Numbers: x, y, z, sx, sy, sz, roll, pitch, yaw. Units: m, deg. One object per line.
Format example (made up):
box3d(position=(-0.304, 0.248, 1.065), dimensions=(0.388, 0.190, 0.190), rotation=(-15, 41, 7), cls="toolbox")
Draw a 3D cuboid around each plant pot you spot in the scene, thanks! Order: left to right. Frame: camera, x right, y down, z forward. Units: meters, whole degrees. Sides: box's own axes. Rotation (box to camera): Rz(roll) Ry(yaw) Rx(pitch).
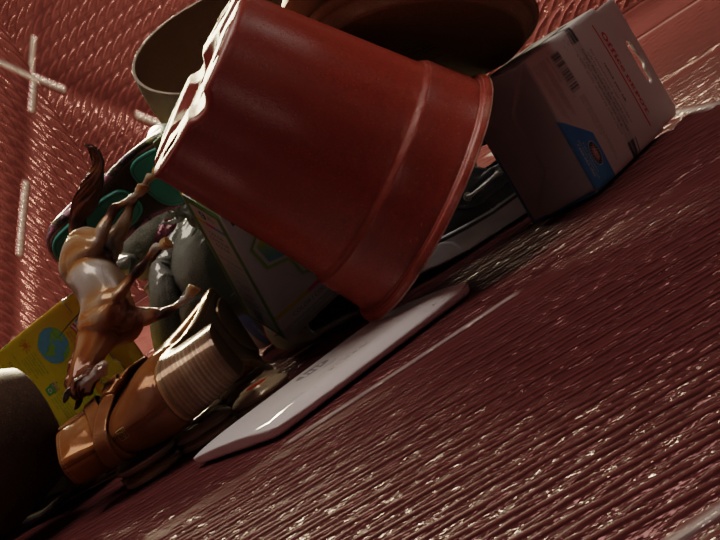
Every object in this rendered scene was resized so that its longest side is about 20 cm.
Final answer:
box3d(position=(-0.331, 0.161, 1.665), dimensions=(0.199, 0.188, 0.187), rotation=(-27, 3, -26), cls="plant pot")
box3d(position=(-0.078, -0.147, 1.841), dimensions=(0.198, 0.135, 0.201), rotation=(-15, 31, 9), cls="plant pot")
box3d(position=(-0.034, -0.095, 1.585), dimensions=(0.202, 0.194, 0.201), rotation=(-59, 13, 22), cls="plant pot")

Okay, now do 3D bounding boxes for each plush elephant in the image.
box3d(position=(-0.152, -0.003, 1.886), dimensions=(0.165, 0.201, 0.154), rotation=(-42, 29, -26), cls="plush elephant")

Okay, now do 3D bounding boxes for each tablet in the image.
box3d(position=(-0.021, 0.071, 1.531), dimensions=(0.199, 0.014, 0.130), rotation=(-35, 5, -33), cls="tablet")

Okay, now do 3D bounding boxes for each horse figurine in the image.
box3d(position=(-0.194, -0.002, 1.690), dimensions=(0.132, 0.201, 0.050), rotation=(-42, -42, 23), cls="horse figurine")

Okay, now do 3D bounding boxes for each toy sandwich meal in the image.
box3d(position=(0.036, -0.202, 1.665), dimensions=(0.203, 0.071, 0.205), rotation=(-6, -19, -2), cls="toy sandwich meal")

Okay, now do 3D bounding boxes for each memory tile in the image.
box3d(position=(-0.128, 0.118, 1.711), dimensions=(0.153, 0.017, 0.200), rotation=(-33, 5, -6), cls="memory tile")

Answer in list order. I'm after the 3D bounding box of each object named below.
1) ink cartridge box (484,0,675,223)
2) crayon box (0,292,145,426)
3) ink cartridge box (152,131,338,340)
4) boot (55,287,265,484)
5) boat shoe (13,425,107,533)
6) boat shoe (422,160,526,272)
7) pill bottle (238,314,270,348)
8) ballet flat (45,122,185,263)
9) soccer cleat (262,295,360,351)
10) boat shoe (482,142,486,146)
box3d(position=(0.170, -0.130, 1.724), dimensions=(0.068, 0.117, 0.200), rotation=(-27, 7, 33), cls="ink cartridge box")
box3d(position=(-0.241, 0.101, 1.815), dimensions=(0.199, 0.127, 0.051), rotation=(-35, -1, 32), cls="crayon box")
box3d(position=(-0.073, -0.052, 1.711), dimensions=(0.104, 0.201, 0.059), rotation=(-43, 43, -18), cls="ink cartridge box")
box3d(position=(-0.155, 0.095, 1.681), dimensions=(0.155, 0.077, 0.200), rotation=(-36, 12, 8), cls="boot")
box3d(position=(-0.293, 0.182, 1.800), dimensions=(0.199, 0.072, 0.065), rotation=(-22, 5, 33), cls="boat shoe")
box3d(position=(0.096, -0.063, 1.794), dimensions=(0.199, 0.068, 0.072), rotation=(-32, 5, 0), cls="boat shoe")
box3d(position=(-0.039, -0.024, 1.983), dimensions=(0.199, 0.114, 0.114), rotation=(-31, 5, 13), cls="pill bottle")
box3d(position=(-0.176, -0.075, 1.768), dimensions=(0.199, 0.069, 0.071), rotation=(-34, 30, 21), cls="ballet flat")
box3d(position=(0.000, 0.000, 1.832), dimensions=(0.200, 0.069, 0.085), rotation=(-38, 16, -27), cls="soccer cleat")
box3d(position=(0.062, -0.116, 1.863), dimensions=(0.076, 0.072, 0.199), rotation=(-3, 0, -35), cls="boat shoe")
